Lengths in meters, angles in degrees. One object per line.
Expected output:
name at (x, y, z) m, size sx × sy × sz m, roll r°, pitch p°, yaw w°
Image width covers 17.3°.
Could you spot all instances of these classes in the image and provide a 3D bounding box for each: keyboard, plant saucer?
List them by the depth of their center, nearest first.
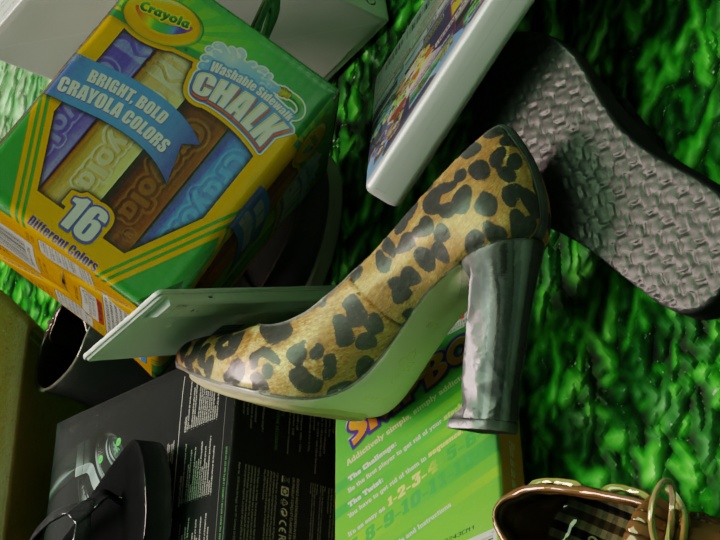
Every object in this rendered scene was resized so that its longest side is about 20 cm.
keyboard at (-0.064, 0.026, 1.204) m, size 0.056 × 0.200 × 0.011 m, roll -33°, pitch 74°, yaw 26°
plant saucer at (-0.196, 0.119, 1.380) m, size 0.048 × 0.200 × 0.200 m, roll -4°, pitch 65°, yaw 15°

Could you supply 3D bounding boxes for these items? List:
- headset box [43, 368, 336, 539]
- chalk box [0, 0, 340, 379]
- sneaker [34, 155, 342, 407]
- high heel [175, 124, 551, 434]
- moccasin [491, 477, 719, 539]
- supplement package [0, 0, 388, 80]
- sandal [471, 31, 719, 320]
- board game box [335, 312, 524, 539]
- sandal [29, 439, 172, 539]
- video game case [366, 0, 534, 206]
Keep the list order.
headset box at (-0.091, 0.152, 1.255) m, size 0.200 × 0.093 × 0.174 m, roll -26°, pitch 53°, yaw 47°
chalk box at (-0.092, -0.067, 1.241) m, size 0.200 × 0.124 × 0.125 m, roll -51°, pitch -8°, yaw -15°
sneaker at (-0.095, 0.009, 1.325) m, size 0.200 × 0.106 × 0.075 m, roll -58°, pitch 35°, yaw 15°
high heel at (0.000, 0.000, 1.131) m, size 0.200 × 0.071 × 0.143 m, roll 4°, pitch 83°, yaw 33°
moccasin at (0.127, 0.124, 0.969) m, size 0.201 × 0.078 × 0.074 m, roll 26°, pitch 93°, yaw 57°
supplement package at (-0.110, -0.209, 1.386) m, size 0.147 × 0.191 × 0.200 m, roll -41°, pitch 42°, yaw 36°
sandal at (0.119, -0.041, 1.109) m, size 0.075 × 0.048 × 0.200 m, roll -57°, pitch 48°, yaw 17°
board game box at (0.032, 0.099, 1.120) m, size 0.095 × 0.030 × 0.200 m, roll -28°, pitch 40°, yaw 24°
sandal at (-0.156, 0.169, 1.217) m, size 0.200 × 0.043 × 0.076 m, roll -54°, pitch 37°, yaw 25°
video game case at (0.065, -0.144, 1.190) m, size 0.200 × 0.023 × 0.182 m, roll -56°, pitch 10°, yaw 19°
